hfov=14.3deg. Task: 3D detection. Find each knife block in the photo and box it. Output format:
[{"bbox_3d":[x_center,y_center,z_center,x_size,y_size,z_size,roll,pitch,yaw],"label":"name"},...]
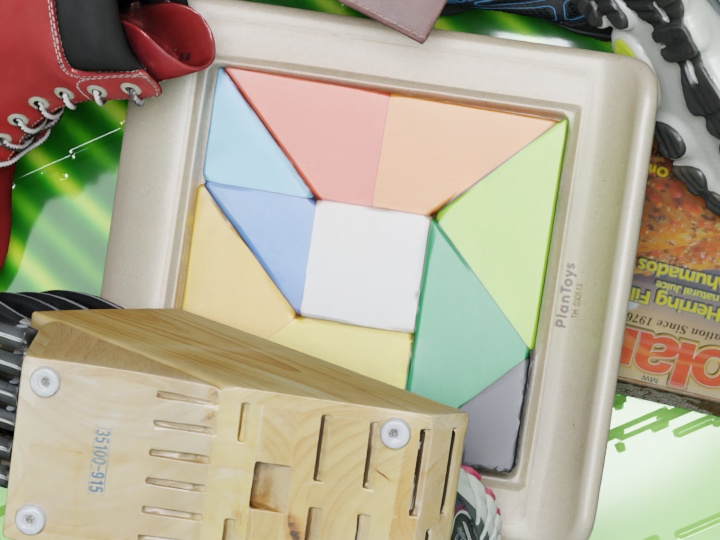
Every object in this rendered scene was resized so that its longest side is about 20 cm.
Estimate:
[{"bbox_3d":[-0.065,0.050,1.016,0.200,0.176,0.064,8,100,0],"label":"knife block"}]

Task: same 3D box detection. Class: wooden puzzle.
[{"bbox_3d":[0.000,0.000,1.062,0.200,0.037,0.185,9,92,10],"label":"wooden puzzle"}]

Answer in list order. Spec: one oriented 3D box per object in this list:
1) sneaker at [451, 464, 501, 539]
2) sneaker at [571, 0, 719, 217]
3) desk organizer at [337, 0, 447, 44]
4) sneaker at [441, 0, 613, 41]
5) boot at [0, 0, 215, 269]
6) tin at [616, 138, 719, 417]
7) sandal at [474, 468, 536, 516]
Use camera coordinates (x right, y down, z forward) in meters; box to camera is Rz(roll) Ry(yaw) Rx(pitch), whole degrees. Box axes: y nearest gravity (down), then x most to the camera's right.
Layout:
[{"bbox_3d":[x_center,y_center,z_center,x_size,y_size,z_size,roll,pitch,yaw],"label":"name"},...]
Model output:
[{"bbox_3d":[0.004,0.139,1.054,0.080,0.075,0.200,11,133,6],"label":"sneaker"},{"bbox_3d":[0.128,-0.115,1.070,0.085,0.077,0.200,-36,110,-29],"label":"sneaker"},{"bbox_3d":[-0.046,-0.164,1.027,0.200,0.072,0.077,26,103,-9],"label":"desk organizer"},{"bbox_3d":[0.081,-0.127,1.112,0.199,0.082,0.073,-2,86,3],"label":"sneaker"},{"bbox_3d":[-0.120,-0.058,1.074,0.144,0.072,0.200,17,132,20],"label":"boot"},{"bbox_3d":[0.120,-0.003,1.109,0.200,0.042,0.112,14,71,-3],"label":"tin"},{"bbox_3d":[-0.022,0.088,1.122,0.206,0.059,0.079,10,105,9],"label":"sandal"}]
